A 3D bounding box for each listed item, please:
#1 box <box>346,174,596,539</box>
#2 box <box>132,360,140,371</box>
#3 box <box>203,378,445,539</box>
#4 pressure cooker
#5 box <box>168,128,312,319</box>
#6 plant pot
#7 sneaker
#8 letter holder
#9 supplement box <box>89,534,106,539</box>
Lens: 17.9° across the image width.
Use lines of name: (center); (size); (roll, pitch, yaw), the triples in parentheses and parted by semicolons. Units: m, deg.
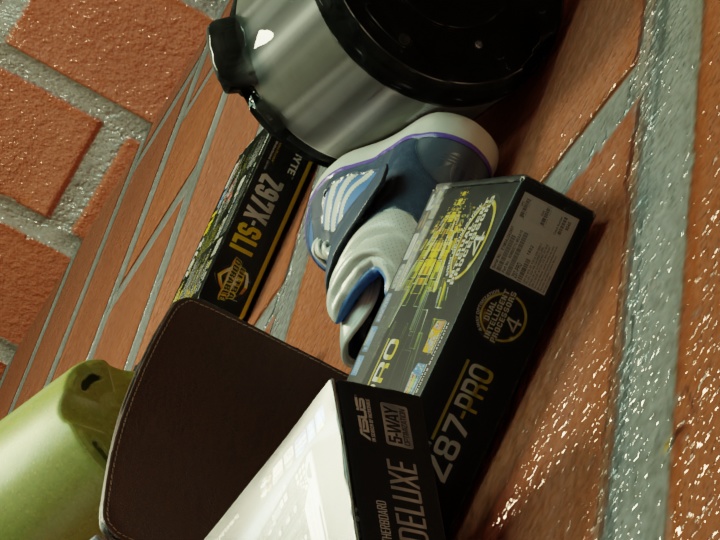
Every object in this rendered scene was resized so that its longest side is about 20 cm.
box: (0.037, 0.051, 1.153); (0.201, 0.049, 0.161); (-65, 10, -4)
box: (-0.196, 0.159, 1.976); (0.199, 0.050, 0.200); (-65, 11, -18)
box: (-0.027, 0.171, 1.033); (0.200, 0.050, 0.158); (-52, 36, 42)
pressure cooker: (0.010, -0.155, 1.416); (0.179, 0.176, 0.200); (-61, 12, -27)
box: (-0.105, -0.033, 2.013); (0.201, 0.049, 0.160); (-67, 9, -21)
plant pot: (-0.224, 0.172, 1.723); (0.184, 0.200, 0.201); (-44, 18, 27)
sneaker: (0.000, 0.000, 1.358); (0.200, 0.080, 0.147); (-35, 24, 55)
letter holder: (-0.088, 0.131, 1.294); (0.101, 0.142, 0.200); (-53, 14, 37)
supplement box: (-0.216, 0.263, 1.498); (0.200, 0.061, 0.109); (-40, -18, 1)
